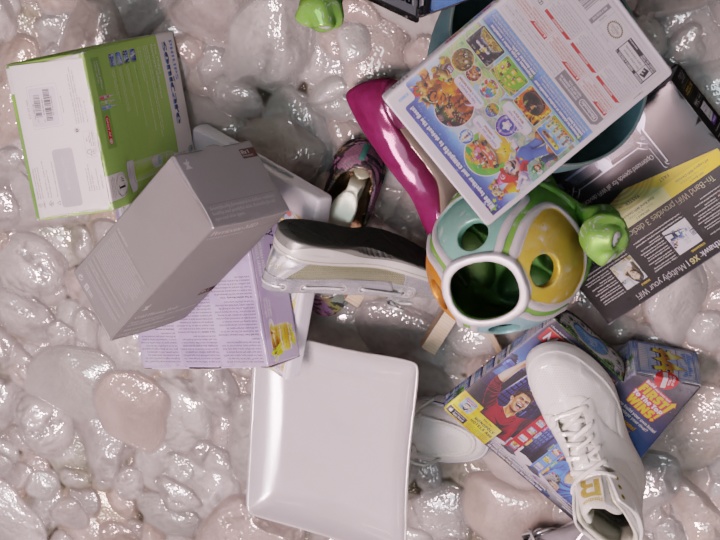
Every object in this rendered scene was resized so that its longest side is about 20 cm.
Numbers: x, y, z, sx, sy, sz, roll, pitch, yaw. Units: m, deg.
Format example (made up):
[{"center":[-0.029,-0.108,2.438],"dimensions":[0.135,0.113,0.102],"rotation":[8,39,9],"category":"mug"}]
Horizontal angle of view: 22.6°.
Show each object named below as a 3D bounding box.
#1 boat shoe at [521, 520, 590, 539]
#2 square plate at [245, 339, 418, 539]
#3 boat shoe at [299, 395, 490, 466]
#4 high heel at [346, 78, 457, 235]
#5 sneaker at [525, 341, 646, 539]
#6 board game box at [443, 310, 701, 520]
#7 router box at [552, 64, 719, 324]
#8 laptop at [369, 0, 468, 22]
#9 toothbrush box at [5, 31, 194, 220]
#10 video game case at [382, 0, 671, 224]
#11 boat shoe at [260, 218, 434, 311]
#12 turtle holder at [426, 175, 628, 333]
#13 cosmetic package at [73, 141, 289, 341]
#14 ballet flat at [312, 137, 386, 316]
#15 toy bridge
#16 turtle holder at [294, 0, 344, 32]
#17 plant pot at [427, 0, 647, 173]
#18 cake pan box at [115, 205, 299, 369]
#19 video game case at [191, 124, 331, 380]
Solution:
[{"center":[0.184,0.301,1.853],"dimensions":[0.068,0.072,0.200],"rotation":[37,129,-5],"category":"boat shoe"},{"center":[-0.026,0.168,1.795],"dimensions":[0.199,0.028,0.200],"rotation":[11,103,33],"category":"square plate"},{"center":[0.032,0.164,1.826],"dimensions":[0.200,0.086,0.075],"rotation":[14,117,12],"category":"boat shoe"},{"center":[0.051,-0.091,1.733],"dimensions":[0.096,0.067,0.201],"rotation":[2,114,38],"category":"high heel"},{"center":[0.214,0.168,1.670],"dimensions":[0.073,0.116,0.201],"rotation":[-24,115,20],"category":"sneaker"},{"center":[0.219,0.121,1.744],"dimensions":[0.200,0.062,0.200],"rotation":[41,115,-19],"category":"board game box"},{"center":[0.261,-0.068,1.668],"dimensions":[0.200,0.052,0.158],"rotation":[-36,98,29],"category":"router box"},{"center":[0.055,-0.319,1.533],"dimensions":[0.199,0.188,0.116],"rotation":[22,136,-18],"category":"laptop"},{"center":[-0.239,-0.140,1.703],"dimensions":[0.085,0.200,0.147],"rotation":[-6,101,21],"category":"toothbrush box"},{"center":[0.137,-0.153,1.482],"dimensions":[0.200,0.018,0.143],"rotation":[-39,109,5],"category":"video game case"},{"center":[0.000,0.001,1.708],"dimensions":[0.201,0.074,0.065],"rotation":[8,116,-35],"category":"boat shoe"},{"center":[0.147,-0.005,1.621],"dimensions":[0.184,0.132,0.142],"rotation":[12,117,15],"category":"turtle holder"},{"center":[-0.169,-0.028,1.679],"dimensions":[0.200,0.106,0.091],"rotation":[-41,73,42],"category":"cosmetic package"},{"center":[-0.026,-0.033,1.767],"dimensions":[0.069,0.071,0.201],"rotation":[22,118,5],"category":"ballet flat"},{"center":[0.084,0.051,1.783],"dimensions":[0.199,0.027,0.067],"rotation":[32,98,-7],"category":"toy bridge"},{"center":[-0.085,-0.309,1.630],"dimensions":[0.140,0.132,0.187],"rotation":[1,113,17],"category":"turtle holder"},{"center":[0.137,-0.171,1.606],"dimensions":[0.200,0.200,0.135],"rotation":[49,152,-7],"category":"plant pot"},{"center":[-0.158,0.004,1.783],"dimensions":[0.199,0.052,0.186],"rotation":[-4,97,43],"category":"cake pan box"},{"center":[-0.113,-0.019,1.785],"dimensions":[0.181,0.023,0.201],"rotation":[31,123,34],"category":"video game case"}]
